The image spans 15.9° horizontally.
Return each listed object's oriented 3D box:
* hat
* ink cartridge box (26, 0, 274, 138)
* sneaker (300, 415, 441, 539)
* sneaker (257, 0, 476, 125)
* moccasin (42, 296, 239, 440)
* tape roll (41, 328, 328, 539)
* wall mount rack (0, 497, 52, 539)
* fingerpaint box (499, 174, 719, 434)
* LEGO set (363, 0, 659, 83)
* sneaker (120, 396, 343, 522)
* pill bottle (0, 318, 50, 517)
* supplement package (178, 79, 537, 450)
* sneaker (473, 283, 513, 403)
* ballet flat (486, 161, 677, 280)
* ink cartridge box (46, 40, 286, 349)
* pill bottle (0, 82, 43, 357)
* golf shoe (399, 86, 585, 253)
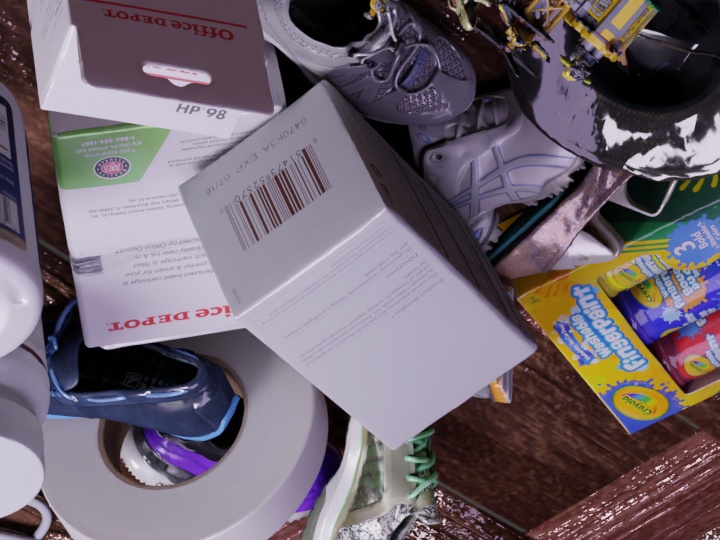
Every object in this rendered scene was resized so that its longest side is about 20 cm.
[{"bbox_3d":[0.181,-0.159,1.570,0.199,0.081,0.202,8,121,13],"label":"hat"},{"bbox_3d":[-0.122,-0.145,1.427,0.115,0.201,0.067,8,137,-23],"label":"ink cartridge box"},{"bbox_3d":[0.033,0.145,1.862,0.077,0.088,0.201,-16,132,-55],"label":"sneaker"},{"bbox_3d":[-0.001,-0.136,1.545,0.199,0.082,0.075,24,91,-36],"label":"sneaker"},{"bbox_3d":[-0.175,0.057,1.714,0.198,0.081,0.068,6,150,20],"label":"moccasin"},{"bbox_3d":[-0.121,0.110,1.729,0.201,0.204,0.037,-18,141,6],"label":"tape roll"},{"bbox_3d":[-0.316,0.245,1.931,0.173,0.075,0.200,15,132,-30],"label":"wall mount rack"},{"bbox_3d":[0.215,0.011,1.799,0.166,0.074,0.200,-26,138,15],"label":"fingerpaint box"},{"bbox_3d":[0.061,-0.166,1.457,0.200,0.154,0.116,36,101,-27],"label":"LEGO set"},{"bbox_3d":[-0.069,0.123,1.838,0.199,0.070,0.099,13,139,-43],"label":"sneaker"},{"bbox_3d":[-0.253,0.052,1.623,0.109,0.201,0.110,-7,140,-6],"label":"pill bottle"},{"bbox_3d":[0.000,0.000,1.574,0.117,0.118,0.200,-35,140,10],"label":"supplement package"},{"bbox_3d":[0.065,0.046,1.739,0.077,0.079,0.200,4,-179,-1],"label":"sneaker"},{"bbox_3d":[0.160,-0.048,1.686,0.067,0.068,0.200,42,110,-2],"label":"ballet flat"},{"bbox_3d":[-0.118,-0.053,1.627,0.144,0.084,0.201,-8,139,-6],"label":"ink cartridge box"},{"bbox_3d":[-0.247,-0.050,1.504,0.110,0.201,0.112,-7,140,-6],"label":"pill bottle"},{"bbox_3d":[0.079,-0.081,1.659,0.097,0.079,0.200,26,126,-30],"label":"golf shoe"}]
